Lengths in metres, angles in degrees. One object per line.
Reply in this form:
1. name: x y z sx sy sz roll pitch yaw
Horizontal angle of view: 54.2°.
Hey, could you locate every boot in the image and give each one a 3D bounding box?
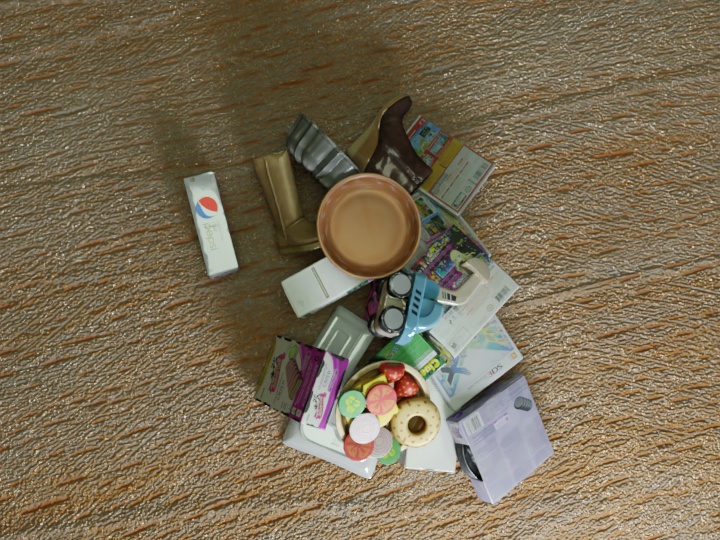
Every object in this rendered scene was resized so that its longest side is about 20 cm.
1. boot: 0.087 -0.254 1.462 0.166 0.072 0.200 39 77 9
2. boot: -0.130 -0.137 1.383 0.066 0.174 0.203 -23 102 -49

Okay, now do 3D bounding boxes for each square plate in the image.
1. square plate: -0.032 0.292 1.423 0.198 0.028 0.200 23 81 -3

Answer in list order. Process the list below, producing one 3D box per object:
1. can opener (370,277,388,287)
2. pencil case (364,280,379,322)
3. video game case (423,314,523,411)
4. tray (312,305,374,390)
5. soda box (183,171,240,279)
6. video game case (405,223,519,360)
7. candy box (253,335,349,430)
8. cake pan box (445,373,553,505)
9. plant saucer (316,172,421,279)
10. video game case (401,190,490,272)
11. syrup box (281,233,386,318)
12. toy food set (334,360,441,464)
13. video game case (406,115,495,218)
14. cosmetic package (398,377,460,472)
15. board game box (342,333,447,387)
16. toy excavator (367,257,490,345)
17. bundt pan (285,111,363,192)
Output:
1. can opener: 0.000 0.000 1.443 0.197 0.063 0.080 -1 84 -7
2. pencil case: 0.110 0.079 1.436 0.197 0.091 0.095 8 86 -9
3. video game case: 0.199 0.141 1.391 0.181 0.022 0.201 -34 90 -14
4. tray: -0.060 0.175 1.406 0.107 0.022 0.201 29 84 26
5. soda box: -0.298 -0.090 1.414 0.063 0.068 0.203 -15 86 -8
6. video game case: 0.180 0.040 1.369 0.181 0.036 0.200 43 75 7
7. candy box: -0.116 0.208 1.336 0.061 0.199 0.138 25 79 -32
8. cake pan box: 0.279 0.333 1.400 0.199 0.052 0.186 -29 98 -28
9. plant saucer: 0.015 -0.081 1.324 0.197 0.037 0.203 1 81 -6
10. video game case: 0.143 -0.064 1.449 0.181 0.024 0.201 -31 76 -23
11. syrup box: -0.047 0.012 1.377 0.198 0.079 0.082 -28 85 1
12. toy food set: 0.045 0.267 1.316 0.196 0.049 0.202 -27 110 -10
13. video game case: 0.164 -0.221 1.485 0.199 0.017 0.143 36 77 11
14. cosmetic package: 0.140 0.294 1.415 0.106 0.085 0.203 9 83 -7
15. board game box: 0.064 0.201 1.372 0.200 0.023 0.105 -44 86 21
16. toy excavator: 0.131 0.053 1.304 0.198 0.100 0.197 17 74 -12
17. bundt pan: -0.072 -0.215 1.400 0.202 0.202 0.076 44 94 0
